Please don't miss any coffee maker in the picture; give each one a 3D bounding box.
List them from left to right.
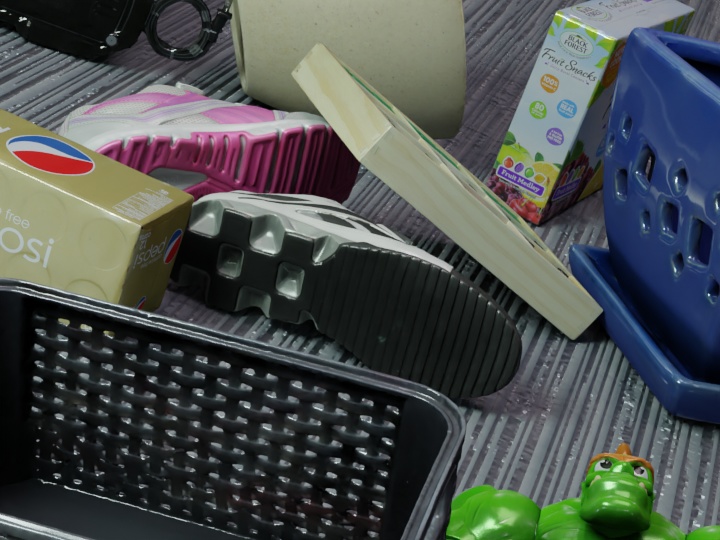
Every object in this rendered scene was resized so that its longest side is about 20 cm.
[{"bbox_3d":[-0.185,-0.230,1.333,0.192,0.135,0.200,42,20,-12],"label":"coffee maker"}]

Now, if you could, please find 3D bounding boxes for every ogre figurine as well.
[{"bbox_3d":[0.091,0.137,0.734,0.199,0.098,0.120,-8,29,18],"label":"ogre figurine"}]

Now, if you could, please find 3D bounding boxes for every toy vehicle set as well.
[{"bbox_3d":[0.051,-0.046,1.092,0.200,0.027,0.124,38,10,-35],"label":"toy vehicle set"}]

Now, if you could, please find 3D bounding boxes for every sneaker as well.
[{"bbox_3d":[-0.089,-0.070,1.070,0.199,0.082,0.088,2,30,-38],"label":"sneaker"},{"bbox_3d":[0.000,0.000,0.992,0.199,0.074,0.089,24,24,9],"label":"sneaker"}]

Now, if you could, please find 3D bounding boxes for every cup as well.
[{"bbox_3d":[-0.017,-0.181,1.286,0.143,0.201,0.200,-9,27,-6],"label":"cup"}]

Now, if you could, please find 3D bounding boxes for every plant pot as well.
[{"bbox_3d":[0.247,-0.013,1.090,0.199,0.180,0.200,11,24,-23],"label":"plant pot"}]

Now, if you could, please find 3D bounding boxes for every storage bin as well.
[{"bbox_3d":[-0.075,0.091,0.639,0.199,0.094,0.135,15,30,10],"label":"storage bin"}]

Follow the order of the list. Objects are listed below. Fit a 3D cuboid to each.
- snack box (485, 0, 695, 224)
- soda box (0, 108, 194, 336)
[{"bbox_3d":[0.167,-0.123,1.327,0.053,0.143,0.200,27,23,17],"label":"snack box"},{"bbox_3d":[-0.190,-0.040,0.932,0.199,0.068,0.064,25,22,12],"label":"soda box"}]
